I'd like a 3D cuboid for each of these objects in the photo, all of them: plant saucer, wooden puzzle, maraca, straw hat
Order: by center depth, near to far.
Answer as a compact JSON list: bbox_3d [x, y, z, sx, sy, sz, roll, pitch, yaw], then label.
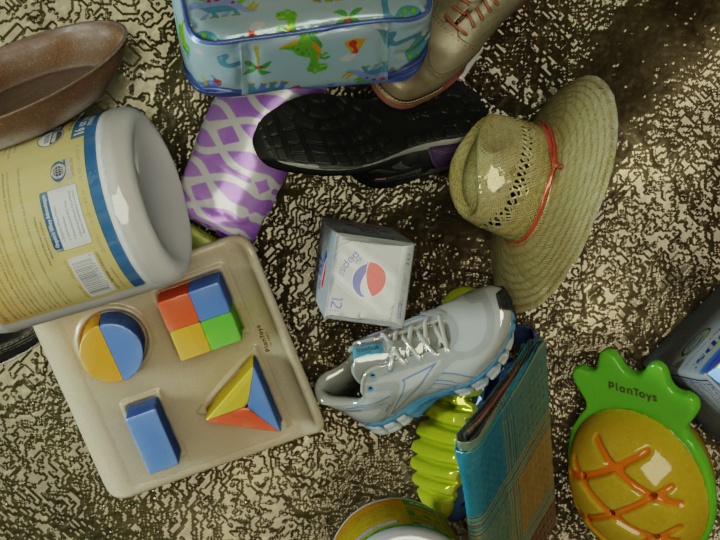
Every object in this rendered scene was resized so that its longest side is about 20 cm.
[{"bbox_3d":[-0.271,-0.139,1.564,0.200,0.200,0.037,-21,113,-2],"label":"plant saucer"},{"bbox_3d":[0.118,-0.074,1.574,0.085,0.201,0.202,19,93,-20],"label":"straw hat"},{"bbox_3d":[-0.151,0.086,1.615,0.199,0.046,0.186,-18,110,9],"label":"wooden puzzle"},{"bbox_3d":[0.230,0.155,1.629,0.137,0.107,0.201,11,124,31],"label":"maraca"}]

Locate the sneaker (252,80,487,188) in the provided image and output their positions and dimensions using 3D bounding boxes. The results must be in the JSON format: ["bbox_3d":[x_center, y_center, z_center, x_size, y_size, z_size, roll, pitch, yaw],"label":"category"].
[{"bbox_3d":[0.004,-0.093,1.604,0.199,0.088,0.076,-8,57,-24],"label":"sneaker"}]

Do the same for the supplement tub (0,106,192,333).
[{"bbox_3d":[-0.247,-0.034,1.547,0.199,0.145,0.145,-16,94,11],"label":"supplement tub"}]

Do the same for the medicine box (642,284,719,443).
[{"bbox_3d":[0.346,0.108,1.599,0.182,0.200,0.103,45,85,-4],"label":"medicine box"}]

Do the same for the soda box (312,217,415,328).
[{"bbox_3d":[0.000,0.000,1.577,0.063,0.200,0.069,8,94,-5],"label":"soda box"}]

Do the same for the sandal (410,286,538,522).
[{"bbox_3d":[0.101,0.116,1.655,0.087,0.079,0.201,7,103,-31],"label":"sandal"}]

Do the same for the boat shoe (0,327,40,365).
[{"bbox_3d":[-0.342,0.053,1.631,0.199,0.060,0.074,-12,94,-2],"label":"boat shoe"}]

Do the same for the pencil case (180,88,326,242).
[{"bbox_3d":[-0.083,-0.121,1.623,0.084,0.085,0.200,28,92,9],"label":"pencil case"}]

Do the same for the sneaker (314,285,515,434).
[{"bbox_3d":[0.040,0.071,1.591,0.087,0.075,0.200,17,138,-38],"label":"sneaker"}]

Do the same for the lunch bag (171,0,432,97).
[{"bbox_3d":[-0.047,-0.219,1.542,0.199,0.083,0.161,-9,55,-8],"label":"lunch bag"}]

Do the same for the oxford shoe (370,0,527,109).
[{"bbox_3d":[0.081,-0.210,1.595,0.070,0.075,0.200,42,64,-2],"label":"oxford shoe"}]

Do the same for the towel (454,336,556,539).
[{"bbox_3d":[0.119,0.173,1.594,0.022,0.147,0.200,12,129,26],"label":"towel"}]

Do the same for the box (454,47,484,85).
[{"bbox_3d":[0.008,-0.223,1.639,0.200,0.039,0.041,35,67,-5],"label":"box"}]

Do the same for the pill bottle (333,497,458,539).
[{"bbox_3d":[0.031,0.244,1.594,0.111,0.200,0.111,0,94,-4],"label":"pill bottle"}]

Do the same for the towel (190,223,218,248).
[{"bbox_3d":[-0.218,-0.037,1.637,0.200,0.018,0.086,31,95,-3],"label":"towel"}]
